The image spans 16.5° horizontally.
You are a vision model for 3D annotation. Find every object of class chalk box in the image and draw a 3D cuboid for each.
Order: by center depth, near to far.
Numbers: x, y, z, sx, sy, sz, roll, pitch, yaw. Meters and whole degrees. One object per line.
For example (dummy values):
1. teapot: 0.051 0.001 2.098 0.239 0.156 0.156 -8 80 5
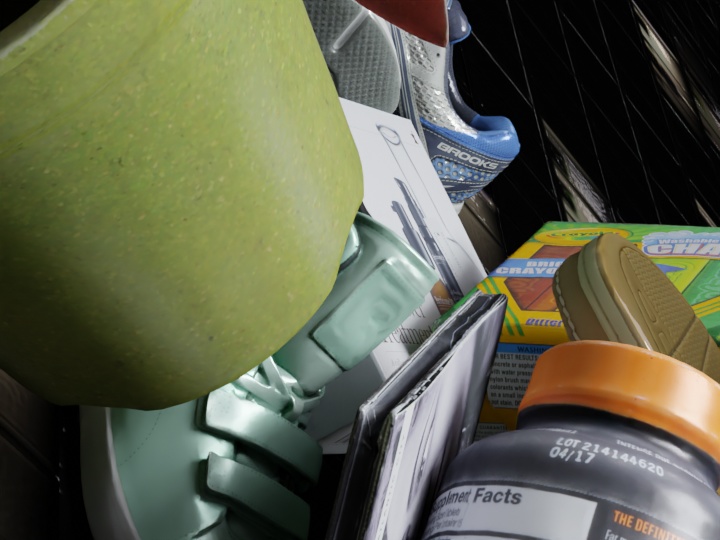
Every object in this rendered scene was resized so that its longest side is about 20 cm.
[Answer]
1. chalk box: 0.122 0.051 1.049 0.200 0.125 0.124 -41 129 -63

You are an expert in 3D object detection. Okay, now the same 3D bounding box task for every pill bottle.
1. pill bottle: 0.062 0.123 0.786 0.106 0.106 0.200 44 57 -42

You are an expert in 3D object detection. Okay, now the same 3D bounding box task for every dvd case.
1. dvd case: 0.011 0.094 0.815 0.016 0.149 0.200 16 12 10

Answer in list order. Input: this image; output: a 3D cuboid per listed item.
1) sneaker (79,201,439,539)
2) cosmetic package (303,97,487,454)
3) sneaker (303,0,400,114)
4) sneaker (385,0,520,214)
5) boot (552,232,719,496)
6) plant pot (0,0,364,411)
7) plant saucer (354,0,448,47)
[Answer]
1. sneaker: -0.026 0.044 0.796 0.074 0.118 0.200 39 28 -53
2. cosmetic package: 0.000 0.000 1.055 0.151 0.052 0.200 62 17 13
3. sneaker: -0.048 -0.140 1.117 0.200 0.070 0.080 49 17 -32
4. sneaker: 0.009 -0.119 1.212 0.200 0.085 0.077 56 18 -11
5. boot: 0.075 0.095 0.927 0.200 0.155 0.072 63 26 -16
6. plant pot: -0.090 -0.060 0.707 0.184 0.200 0.200 58 13 -47
7. plant saucer: -0.015 -0.210 0.996 0.200 0.037 0.200 -120 -158 -60
